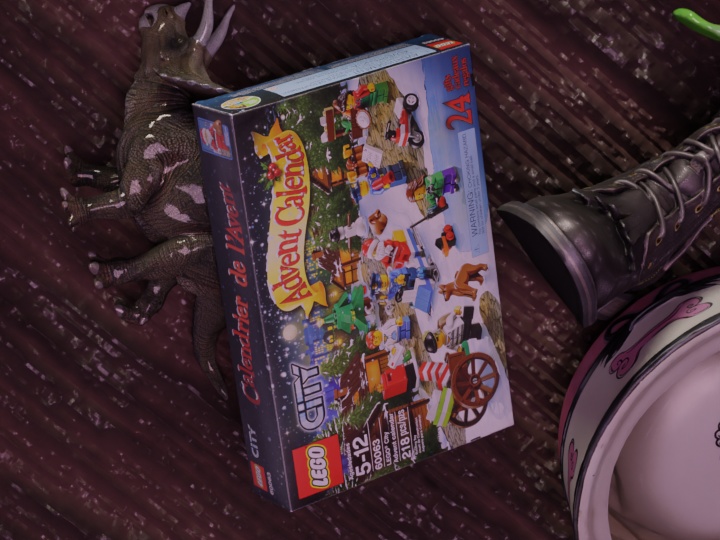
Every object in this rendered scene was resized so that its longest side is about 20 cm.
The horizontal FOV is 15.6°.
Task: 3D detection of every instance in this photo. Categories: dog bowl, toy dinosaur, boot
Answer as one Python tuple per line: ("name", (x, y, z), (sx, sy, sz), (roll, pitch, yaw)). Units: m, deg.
("dog bowl", (0.186, 0.085, 1.304), (0.200, 0.074, 0.200), (-9, 120, -15))
("toy dinosaur", (-0.082, -0.026, 1.260), (0.102, 0.077, 0.200), (-18, 103, 4))
("boot", (0.159, -0.051, 1.239), (0.174, 0.200, 0.069), (-37, 82, 9))

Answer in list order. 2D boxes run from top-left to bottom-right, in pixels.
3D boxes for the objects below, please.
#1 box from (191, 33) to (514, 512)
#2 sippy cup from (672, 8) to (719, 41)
("box", (0.000, 0.000, 1.263), (0.136, 0.038, 0.200), (-20, 112, -30))
("sippy cup", (0.193, -0.205, 1.230), (0.130, 0.140, 0.178), (15, 58, -1))
